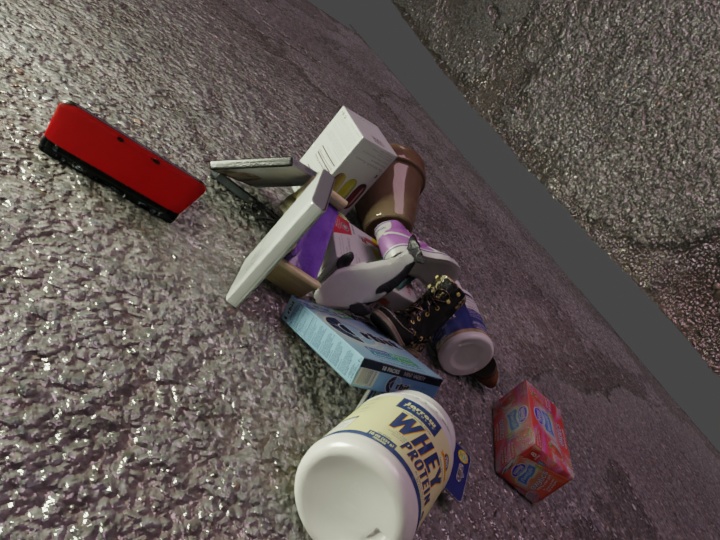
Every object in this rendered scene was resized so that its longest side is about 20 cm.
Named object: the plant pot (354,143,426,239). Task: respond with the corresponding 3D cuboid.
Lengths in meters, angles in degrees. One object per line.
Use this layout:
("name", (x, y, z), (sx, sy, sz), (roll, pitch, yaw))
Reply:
("plant pot", (0.057, -0.163, 1.378), (0.199, 0.200, 0.176), (26, 49, -36))

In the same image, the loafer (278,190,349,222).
("loafer", (-0.076, -0.111, 1.178), (0.199, 0.068, 0.076), (11, 40, -58))

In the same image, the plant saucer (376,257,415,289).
("plant saucer", (0.089, -0.015, 1.156), (0.070, 0.019, 0.200), (49, 24, 6))

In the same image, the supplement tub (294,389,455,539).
("supplement tub", (0.028, 0.233, 0.707), (0.145, 0.145, 0.200), (49, 24, 10))

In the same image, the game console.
("game console", (-0.318, -0.169, 0.825), (0.199, 0.119, 0.173), (33, 27, -27))

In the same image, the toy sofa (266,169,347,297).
("toy sofa", (-0.082, -0.062, 0.983), (0.083, 0.097, 0.201), (35, 48, -23))

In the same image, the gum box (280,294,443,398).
("gum box", (-0.001, 0.115, 0.881), (0.169, 0.045, 0.200), (22, 9, -42))

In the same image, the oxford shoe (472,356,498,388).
("oxford shoe", (0.240, 0.170, 1.276), (0.201, 0.071, 0.072), (-106, 171, -48))

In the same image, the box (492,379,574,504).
("box", (0.315, 0.313, 1.108), (0.102, 0.095, 0.200), (41, 24, -7))

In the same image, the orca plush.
("orca plush", (0.017, 0.008, 1.006), (0.105, 0.200, 0.071), (52, 11, 11))

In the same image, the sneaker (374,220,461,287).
("sneaker", (0.107, -0.039, 1.117), (0.200, 0.073, 0.115), (24, 29, -42))

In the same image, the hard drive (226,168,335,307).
("hard drive", (-0.114, -0.048, 0.858), (0.026, 0.200, 0.132), (38, 24, -15))

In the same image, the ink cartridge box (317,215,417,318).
("ink cartridge box", (0.000, 0.000, 1.111), (0.199, 0.083, 0.146), (31, 28, -29))

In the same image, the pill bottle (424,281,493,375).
("pill bottle", (0.192, 0.106, 1.221), (0.111, 0.111, 0.201), (31, 27, -29))

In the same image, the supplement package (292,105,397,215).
("supplement package", (-0.041, -0.217, 1.248), (0.113, 0.200, 0.110), (18, 34, -44))

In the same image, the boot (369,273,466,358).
("boot", (0.104, 0.069, 1.023), (0.073, 0.151, 0.200), (42, -4, 33))

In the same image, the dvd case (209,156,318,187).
("dvd case", (-0.155, -0.169, 1.036), (0.200, 0.141, 0.018), (1, 88, -78))

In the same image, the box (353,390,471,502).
("box", (0.082, 0.253, 0.902), (0.200, 0.032, 0.121), (44, 24, 2))

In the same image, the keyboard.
("keyboard", (-0.187, -0.104, 1.057), (0.199, 0.040, 0.104), (36, 2, -17))
